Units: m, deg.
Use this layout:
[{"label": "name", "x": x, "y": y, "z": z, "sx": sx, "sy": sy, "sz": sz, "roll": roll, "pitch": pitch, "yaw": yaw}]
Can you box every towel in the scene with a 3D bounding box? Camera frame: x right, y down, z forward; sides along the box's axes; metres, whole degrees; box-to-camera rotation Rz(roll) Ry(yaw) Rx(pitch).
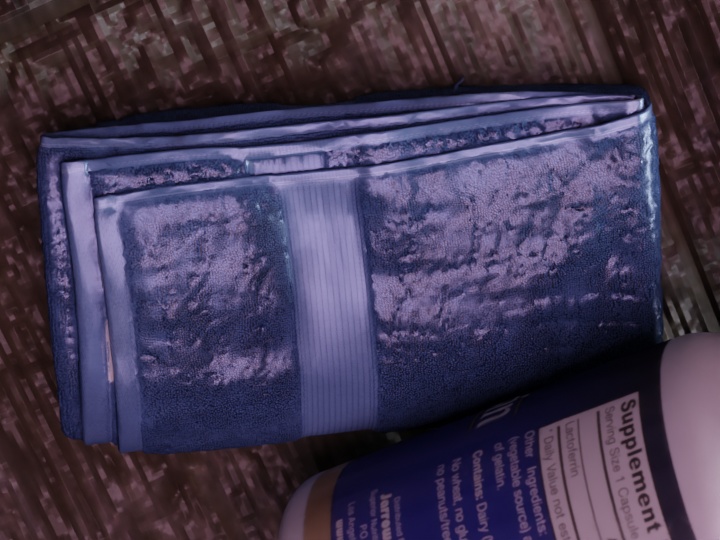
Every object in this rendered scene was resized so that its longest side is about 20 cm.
[{"label": "towel", "x": 0.000, "y": 0.000, "z": 0.907, "sx": 0.199, "sy": 0.049, "sz": 0.112, "roll": -6, "pitch": 110, "yaw": -7}]

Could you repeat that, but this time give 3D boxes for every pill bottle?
[{"label": "pill bottle", "x": 0.084, "y": 0.087, "z": 0.884, "sx": 0.199, "sy": 0.116, "sz": 0.116, "roll": -22, "pitch": 111, "yaw": 20}]
